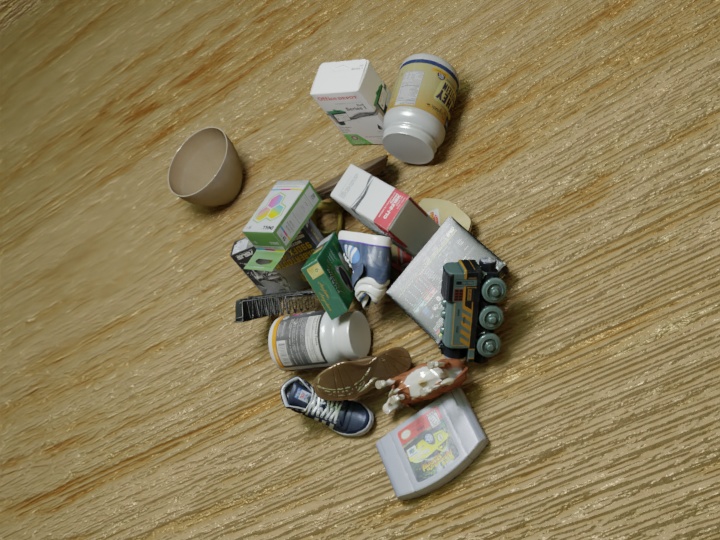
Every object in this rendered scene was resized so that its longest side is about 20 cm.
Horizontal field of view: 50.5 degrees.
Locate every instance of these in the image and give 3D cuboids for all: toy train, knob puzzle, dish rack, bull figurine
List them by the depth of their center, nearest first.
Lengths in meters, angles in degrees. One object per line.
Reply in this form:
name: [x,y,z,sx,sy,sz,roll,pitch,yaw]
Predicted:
toy train: [0.198,0.073,1.380,0.110,0.206,0.086,0,22,-4]
bull figurine: [0.102,0.210,1.394,0.198,0.120,0.067,-30,73,29]
knob puzzle: [0.147,-0.060,1.581,0.216,0.030,0.225,-19,56,30]
dish rack: [-0.161,0.069,1.645,0.195,0.153,0.056,-8,93,26]

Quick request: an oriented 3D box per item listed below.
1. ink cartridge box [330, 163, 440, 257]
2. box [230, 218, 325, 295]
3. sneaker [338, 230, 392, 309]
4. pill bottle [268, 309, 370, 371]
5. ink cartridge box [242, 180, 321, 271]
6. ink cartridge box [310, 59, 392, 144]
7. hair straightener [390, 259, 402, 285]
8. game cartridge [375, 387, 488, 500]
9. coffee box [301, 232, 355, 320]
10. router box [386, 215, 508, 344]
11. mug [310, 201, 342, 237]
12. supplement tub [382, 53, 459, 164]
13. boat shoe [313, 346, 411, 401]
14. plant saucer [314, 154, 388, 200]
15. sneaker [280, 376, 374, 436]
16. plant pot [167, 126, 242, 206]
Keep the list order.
ink cartridge box: [0.051,-0.120,1.569,0.199,0.144,0.085,34,88,43]
box: [-0.165,-0.027,1.693,0.196,0.159,0.049,-19,38,23]
sneaker: [0.000,0.000,1.551,0.199,0.079,0.151,-169,85,-65]
pill bottle: [-0.084,0.143,1.574,0.195,0.116,0.119,-10,59,29]
ink cartridge box: [-0.176,-0.096,1.588,0.102,0.060,0.202,4,53,44]
ink cartridge box: [-0.003,-0.382,1.754,0.143,0.200,0.086,5,66,36]
hair straightener: [0.015,-0.020,1.629,0.200,0.040,0.078,44,109,47]
game cartridge: [0.129,0.320,1.385,0.198,0.041,0.135,-37,54,12]
coffee box: [-0.056,0.007,1.560,0.043,0.125,0.201,-27,13,16]
router box: [0.168,0.022,1.473,0.150,0.062,0.201,43,94,22]
mug: [-0.147,-0.111,1.768,0.150,0.182,0.156,-50,27,46]
supplement tub: [0.131,-0.354,1.685,0.141,0.144,0.205,4,67,35]
boat shoe: [0.005,0.203,1.484,0.195,0.072,0.074,-22,78,-1]
plant saucer: [-0.023,-0.205,1.712,0.196,0.030,0.200,-25,9,4]
sneaker: [-0.073,0.266,1.502,0.196,0.108,0.072,12,71,38]
plant pot: [-0.382,-0.248,1.981,0.196,0.134,0.205,-16,58,26]
